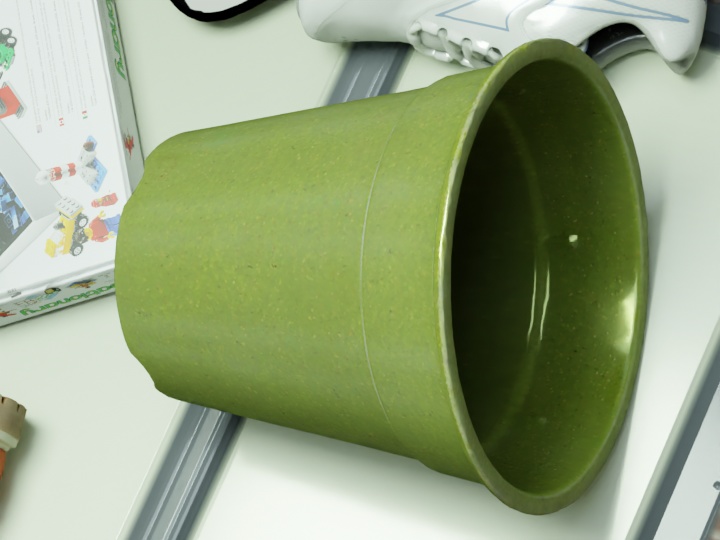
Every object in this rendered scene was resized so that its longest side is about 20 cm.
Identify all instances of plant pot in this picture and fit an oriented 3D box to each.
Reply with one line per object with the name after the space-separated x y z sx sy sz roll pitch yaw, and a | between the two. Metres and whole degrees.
0.000 0.000 1.309 0.189 0.200 0.201 2 72 29 | plant pot

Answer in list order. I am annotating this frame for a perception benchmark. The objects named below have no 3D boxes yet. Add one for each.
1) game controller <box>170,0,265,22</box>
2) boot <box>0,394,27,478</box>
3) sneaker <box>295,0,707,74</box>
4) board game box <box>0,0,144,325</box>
-0.017 -0.201 1.448 0.199 0.042 0.105 -28 66 6 | game controller
-0.264 0.090 1.408 0.199 0.075 0.108 13 81 19 | boot
0.066 -0.124 1.382 0.199 0.075 0.088 -6 75 15 | sneaker
-0.174 -0.074 1.454 0.126 0.035 0.201 -16 68 12 | board game box
